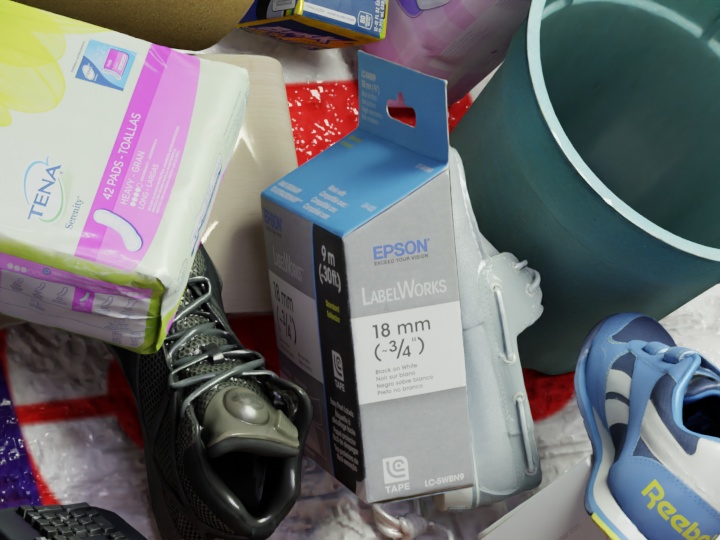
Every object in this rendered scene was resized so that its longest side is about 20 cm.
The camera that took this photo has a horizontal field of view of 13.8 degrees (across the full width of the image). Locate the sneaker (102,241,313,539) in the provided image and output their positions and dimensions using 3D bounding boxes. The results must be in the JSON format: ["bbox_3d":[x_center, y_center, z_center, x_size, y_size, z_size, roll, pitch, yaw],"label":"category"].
[{"bbox_3d":[-0.077,0.041,1.459,0.076,0.114,0.200,-12,84,-28],"label":"sneaker"}]

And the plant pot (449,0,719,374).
[{"bbox_3d":[0.132,-0.050,1.609,0.200,0.196,0.201,13,58,-22],"label":"plant pot"}]

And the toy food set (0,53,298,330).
[{"bbox_3d":[-0.117,-0.038,1.559,0.199,0.060,0.144,-1,75,-29],"label":"toy food set"}]

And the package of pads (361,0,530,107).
[{"bbox_3d":[0.069,-0.188,1.656,0.075,0.200,0.121,1,61,-38],"label":"package of pads"}]

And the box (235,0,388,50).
[{"bbox_3d":[-0.022,-0.229,1.661,0.070,0.064,0.201,12,80,-42],"label":"box"}]

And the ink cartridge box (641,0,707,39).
[{"bbox_3d":[0.174,-0.179,1.746,0.084,0.145,0.200,25,52,-14],"label":"ink cartridge box"}]

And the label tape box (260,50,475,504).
[{"bbox_3d":[0.000,0.000,1.480,0.063,0.144,0.201,-9,102,-16],"label":"label tape box"}]

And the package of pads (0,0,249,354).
[{"bbox_3d":[-0.168,-0.052,1.429,0.199,0.068,0.155,16,51,1],"label":"package of pads"}]

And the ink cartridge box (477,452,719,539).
[{"bbox_3d":[0.167,0.186,1.527,0.200,0.087,0.145,54,23,11],"label":"ink cartridge box"}]

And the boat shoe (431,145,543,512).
[{"bbox_3d":[0.059,0.023,1.540,0.071,0.070,0.202,-9,100,-12],"label":"boat shoe"}]

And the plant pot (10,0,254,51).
[{"bbox_3d":[-0.146,-0.200,1.529,0.200,0.186,0.187,27,51,-27],"label":"plant pot"}]

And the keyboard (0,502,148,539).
[{"bbox_3d":[-0.123,0.157,1.375,0.127,0.021,0.200,-8,25,-34],"label":"keyboard"}]

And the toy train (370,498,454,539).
[{"bbox_3d":[0.006,0.182,1.490,0.150,0.056,0.200,47,51,2],"label":"toy train"}]

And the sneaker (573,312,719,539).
[{"bbox_3d":[0.157,0.074,1.468,0.074,0.082,0.200,37,23,-20],"label":"sneaker"}]
